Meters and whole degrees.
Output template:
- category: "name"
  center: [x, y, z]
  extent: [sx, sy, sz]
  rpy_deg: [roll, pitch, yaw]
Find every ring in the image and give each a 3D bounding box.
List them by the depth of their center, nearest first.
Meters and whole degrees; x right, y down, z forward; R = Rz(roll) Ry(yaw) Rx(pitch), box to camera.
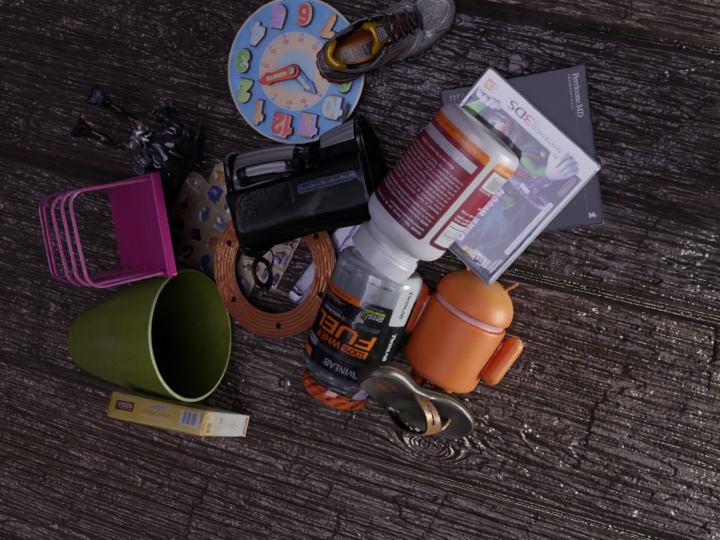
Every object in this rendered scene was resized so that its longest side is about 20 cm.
- category: "ring"
  center: [-0.124, -0.003, 1.122]
  extent: [0.198, 0.019, 0.203]
  rpy_deg: [1, 94, 20]

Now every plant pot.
- category: "plant pot"
  center: [-0.326, 0.099, 1.137]
  extent: [0.198, 0.187, 0.189]
  rpy_deg: [-5, 100, 25]

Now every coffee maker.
- category: "coffee maker"
  center: [-0.061, -0.089, 1.033]
  extent: [0.198, 0.135, 0.194]
  rpy_deg: [-11, 110, 17]

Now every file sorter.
- category: "file sorter"
  center: [-0.360, -0.052, 1.075]
  extent: [0.199, 0.125, 0.140]
  rpy_deg: [2, 102, 55]

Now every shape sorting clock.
- category: "shape sorting clock"
  center: [-0.091, -0.278, 1.074]
  extent: [0.198, 0.039, 0.202]
  rpy_deg: [2, 102, 11]

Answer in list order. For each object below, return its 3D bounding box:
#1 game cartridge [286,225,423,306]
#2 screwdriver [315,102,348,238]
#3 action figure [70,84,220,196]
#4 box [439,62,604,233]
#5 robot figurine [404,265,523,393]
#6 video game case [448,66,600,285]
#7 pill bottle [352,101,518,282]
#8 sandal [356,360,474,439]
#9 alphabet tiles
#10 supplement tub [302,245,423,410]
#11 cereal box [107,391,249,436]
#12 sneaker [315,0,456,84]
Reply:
- category: "game cartridge"
  center: [0.000, 0.000, 1.113]
  extent: [0.129, 0.038, 0.200]
  rpy_deg: [38, 106, -2]
- category: "screwdriver"
  center: [-0.039, -0.139, 1.092]
  extent: [0.028, 0.029, 0.202]
  rpy_deg: [17, 106, 10]
- category: "action figure"
  center: [-0.302, -0.189, 1.109]
  extent: [0.199, 0.102, 0.120]
  rpy_deg: [26, 98, -21]
- category: "box"
  center: [0.210, -0.150, 1.002]
  extent: [0.180, 0.104, 0.202]
  rpy_deg: [-7, 100, 15]
- category: "robot figurine"
  center: [0.136, 0.086, 1.059]
  extent: [0.116, 0.144, 0.201]
  rpy_deg: [14, 109, -38]
- category: "video game case"
  center: [0.160, -0.114, 0.954]
  extent: [0.182, 0.023, 0.200]
  rpy_deg: [42, 108, 3]
- category: "pill bottle"
  center: [0.082, -0.087, 0.908]
  extent: [0.113, 0.113, 0.200]
  rpy_deg: [41, 107, 2]
- category: "sandal"
  center: [0.072, 0.183, 1.012]
  extent: [0.081, 0.055, 0.200]
  rpy_deg: [-29, 130, 30]
- category: "alphabet tiles"
  center: [-0.191, -0.061, 1.155]
  extent: [0.199, 0.006, 0.167]
  rpy_deg: [29, 106, 5]
- category: "supplement tub"
  center: [-0.003, 0.079, 1.050]
  extent: [0.122, 0.123, 0.202]
  rpy_deg: [22, 105, 7]
- category: "cereal box"
  center: [-0.258, 0.213, 1.125]
  extent: [0.142, 0.200, 0.040]
  rpy_deg: [9, 78, 11]
- category: "sneaker"
  center: [0.037, -0.304, 1.010]
  extent: [0.199, 0.082, 0.078]
  rpy_deg: [-29, 98, -1]
